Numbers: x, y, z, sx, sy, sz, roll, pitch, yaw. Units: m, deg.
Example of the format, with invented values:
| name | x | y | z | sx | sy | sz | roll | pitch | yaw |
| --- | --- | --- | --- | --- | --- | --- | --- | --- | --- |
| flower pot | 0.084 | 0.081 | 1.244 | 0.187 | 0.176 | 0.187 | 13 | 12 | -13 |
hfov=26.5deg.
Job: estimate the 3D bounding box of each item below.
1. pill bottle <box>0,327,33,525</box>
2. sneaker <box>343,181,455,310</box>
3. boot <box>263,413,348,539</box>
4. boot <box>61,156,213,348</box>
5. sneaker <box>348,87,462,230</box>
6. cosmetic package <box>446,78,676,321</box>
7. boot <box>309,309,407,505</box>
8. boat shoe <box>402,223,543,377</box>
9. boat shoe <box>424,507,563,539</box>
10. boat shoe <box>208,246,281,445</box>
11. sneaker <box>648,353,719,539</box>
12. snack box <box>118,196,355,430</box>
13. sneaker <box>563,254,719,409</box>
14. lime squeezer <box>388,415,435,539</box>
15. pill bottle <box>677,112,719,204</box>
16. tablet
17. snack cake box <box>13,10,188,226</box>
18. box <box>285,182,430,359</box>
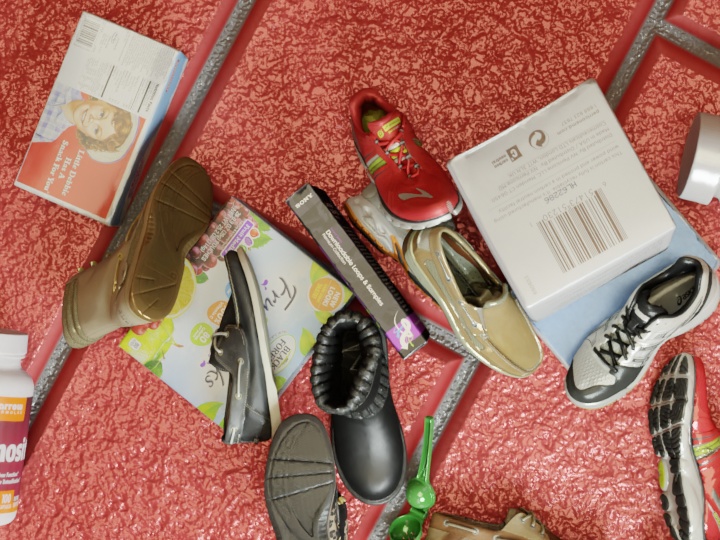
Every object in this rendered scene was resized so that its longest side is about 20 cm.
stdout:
| name | x | y | z | sx | sy | sz | roll | pitch | yaw |
| --- | --- | --- | --- | --- | --- | --- | --- | --- | --- |
| pill bottle | -0.407 | 0.161 | 1.616 | 0.112 | 0.113 | 0.202 | 8 | 91 | 3 |
| sneaker | 0.079 | -0.028 | 1.612 | 0.200 | 0.076 | 0.092 | 45 | 87 | 1 |
| boot | -0.051 | 0.242 | 1.577 | 0.073 | 0.151 | 0.202 | -7 | 91 | 4 |
| boot | -0.237 | -0.017 | 1.612 | 0.073 | 0.155 | 0.201 | 33 | 54 | -30 |
| sneaker | 0.034 | -0.116 | 1.557 | 0.077 | 0.085 | 0.200 | -29 | 45 | -8 |
| cosmetic package | 0.201 | -0.063 | 1.529 | 0.167 | 0.200 | 0.167 | -29 | 81 | 4 |
| boot | -0.002 | 0.144 | 1.571 | 0.079 | 0.158 | 0.213 | -10 | 89 | 3 |
| boat shoe | 0.124 | 0.034 | 1.544 | 0.200 | 0.076 | 0.072 | 45 | 67 | -18 |
| boat shoe | 0.164 | 0.287 | 1.604 | 0.198 | 0.076 | 0.074 | 3 | 87 | 2 |
| boat shoe | -0.123 | 0.077 | 1.554 | 0.067 | 0.072 | 0.202 | -7 | 92 | -2 |
| sneaker | 0.355 | 0.186 | 1.596 | 0.084 | 0.077 | 0.202 | -3 | 88 | -17 |
| snack box | -0.128 | 0.051 | 1.624 | 0.168 | 0.068 | 0.200 | 39 | 93 | 3 |
| sneaker | 0.281 | 0.056 | 1.570 | 0.200 | 0.088 | 0.076 | -44 | 63 | -1 |
| lime squeezer | 0.046 | 0.249 | 1.616 | 0.070 | 0.038 | 0.201 | 24 | 90 | -39 |
| pill bottle | 0.434 | -0.098 | 1.572 | 0.199 | 0.110 | 0.110 | 13 | 90 | 3 |
| tablet | 0.269 | 0.009 | 1.629 | 0.200 | 0.014 | 0.130 | -41 | 88 | 3 |
| snack cake box | -0.275 | -0.160 | 1.634 | 0.114 | 0.067 | 0.201 | 23 | 91 | 1 |
| box | 0.000 | 0.000 | 1.580 | 0.036 | 0.143 | 0.201 | -35 | 87 | 4 |
